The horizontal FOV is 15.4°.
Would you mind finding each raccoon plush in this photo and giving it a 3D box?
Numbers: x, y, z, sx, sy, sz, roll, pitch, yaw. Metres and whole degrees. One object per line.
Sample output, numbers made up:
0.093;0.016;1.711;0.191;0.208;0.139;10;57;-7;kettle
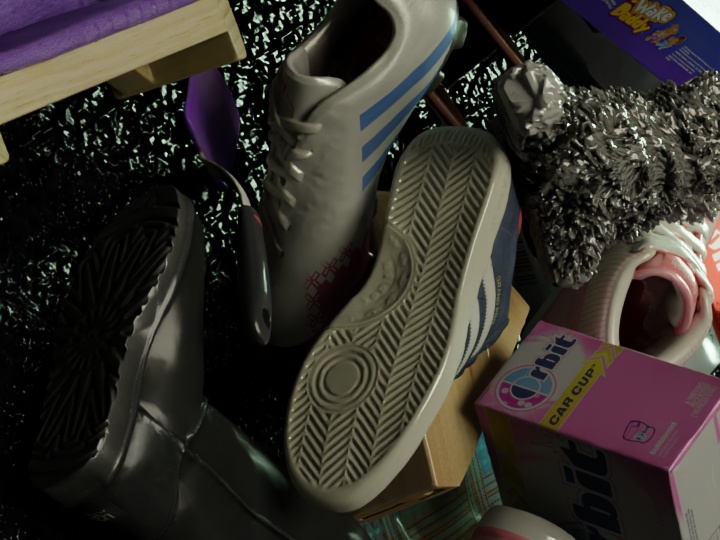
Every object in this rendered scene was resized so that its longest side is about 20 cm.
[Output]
0.139;-0.061;1.292;0.200;0.133;0.097;84;-17;-82;raccoon plush

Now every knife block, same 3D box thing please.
0.000;0.000;1.336;0.176;0.064;0.201;47;41;-20;knife block

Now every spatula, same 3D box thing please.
-0.060;-0.033;1.252;0.201;0.020;0.057;-107;172;-50;spatula

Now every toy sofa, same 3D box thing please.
-0.146;-0.107;1.173;0.200;0.082;0.098;-30;102;-53;toy sofa

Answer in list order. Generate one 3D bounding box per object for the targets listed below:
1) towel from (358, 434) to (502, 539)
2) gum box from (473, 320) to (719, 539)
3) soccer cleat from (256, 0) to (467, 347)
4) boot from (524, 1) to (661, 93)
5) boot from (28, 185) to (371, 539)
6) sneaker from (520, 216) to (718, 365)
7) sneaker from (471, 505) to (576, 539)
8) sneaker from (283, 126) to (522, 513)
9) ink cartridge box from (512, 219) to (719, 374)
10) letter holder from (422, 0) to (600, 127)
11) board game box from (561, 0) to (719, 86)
0.062;0.149;1.405;0.200;0.022;0.148;-28;99;-53;towel
0.138;0.132;1.342;0.066;0.113;0.201;-48;139;-32;gum box
-0.022;-0.060;1.274;0.086;0.070;0.201;10;107;-50;soccer cleat
0.141;-0.206;1.563;0.165;0.066;0.200;-50;119;-11;boot
-0.057;0.081;1.234;0.200;0.065;0.166;40;53;-35;boot
0.165;-0.014;1.435;0.075;0.105;0.201;36;70;-17;sneaker
0.088;0.218;1.336;0.105;0.075;0.201;-51;137;-34;sneaker
0.030;0.034;1.255;0.201;0.074;0.085;-64;150;-21;sneaker
0.175;-0.015;1.533;0.199;0.047;0.161;-25;97;-27;ink cartridge box
0.035;-0.165;1.367;0.200;0.100;0.142;49;9;-29;letter holder
0.127;-0.186;1.401;0.200;0.045;0.135;28;37;-55;board game box
